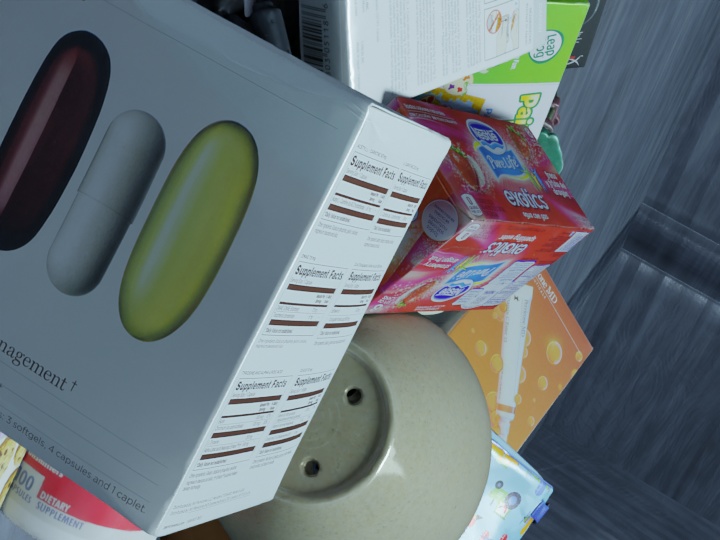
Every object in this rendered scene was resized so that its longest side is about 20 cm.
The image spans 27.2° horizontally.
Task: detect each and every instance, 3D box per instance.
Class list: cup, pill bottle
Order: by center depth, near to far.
[{"bbox_3d":[-0.133,0.058,0.873,0.202,0.111,0.112,-64,165,12],"label":"pill bottle"},{"bbox_3d":[-0.019,0.100,0.934,0.202,0.199,0.143,-58,167,-7],"label":"cup"}]

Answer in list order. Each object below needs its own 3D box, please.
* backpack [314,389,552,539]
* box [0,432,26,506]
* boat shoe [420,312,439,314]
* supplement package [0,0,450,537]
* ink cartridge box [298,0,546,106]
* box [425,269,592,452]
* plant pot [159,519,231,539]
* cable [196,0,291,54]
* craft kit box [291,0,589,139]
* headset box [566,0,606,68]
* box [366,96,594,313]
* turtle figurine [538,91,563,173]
[{"bbox_3d":[0.014,0.181,1.076,0.200,0.183,0.134,-49,-157,-6],"label":"backpack"},{"bbox_3d":[-0.210,0.094,0.825,0.202,0.038,0.041,-64,165,12],"label":"box"},{"bbox_3d":[0.000,0.000,1.131,0.063,0.198,0.072,136,-50,-56],"label":"boat shoe"},{"bbox_3d":[-0.096,-0.021,0.688,0.202,0.190,0.147,-63,165,6],"label":"supplement package"},{"bbox_3d":[0.042,-0.199,0.923,0.199,0.050,0.164,-27,124,-43],"label":"ink cartridge box"},{"bbox_3d":[0.086,0.086,1.248,0.097,0.125,0.200,-8,-147,50],"label":"box"},{"bbox_3d":[-0.074,0.188,1.208,0.200,0.198,0.141,-49,146,-37],"label":"plant pot"},{"bbox_3d":[-0.049,-0.071,0.857,0.050,0.165,0.200,-21,169,-11],"label":"cable"},{"bbox_3d":[0.040,-0.117,1.048,0.195,0.049,0.201,-6,134,-26],"label":"craft kit box"},{"bbox_3d":[0.105,-0.233,1.054,0.147,0.078,0.201,-8,143,-14],"label":"headset box"},{"bbox_3d":[0.059,-0.038,0.976,0.099,0.096,0.199,-40,161,24],"label":"box"},{"bbox_3d":[0.120,-0.143,1.224,0.150,0.100,0.201,-43,-152,35],"label":"turtle figurine"}]
